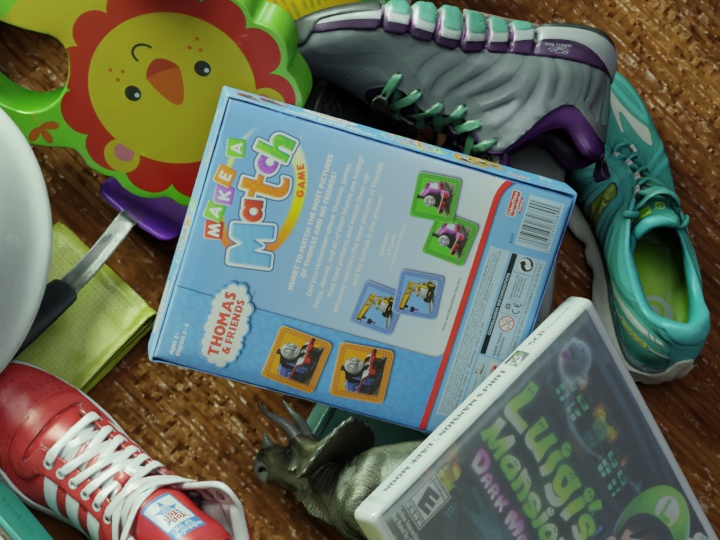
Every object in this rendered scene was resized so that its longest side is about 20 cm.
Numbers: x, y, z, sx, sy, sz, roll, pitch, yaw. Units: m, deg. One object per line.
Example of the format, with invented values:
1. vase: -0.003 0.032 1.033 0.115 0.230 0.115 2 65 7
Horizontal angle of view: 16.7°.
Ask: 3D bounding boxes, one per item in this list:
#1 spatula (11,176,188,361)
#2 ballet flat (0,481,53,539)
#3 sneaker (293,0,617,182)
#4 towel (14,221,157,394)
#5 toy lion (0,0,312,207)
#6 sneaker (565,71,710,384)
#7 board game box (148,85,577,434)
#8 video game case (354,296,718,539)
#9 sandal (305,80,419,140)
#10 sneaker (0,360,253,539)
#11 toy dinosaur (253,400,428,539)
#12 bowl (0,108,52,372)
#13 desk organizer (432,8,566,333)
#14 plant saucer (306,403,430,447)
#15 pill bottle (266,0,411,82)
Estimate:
1. spatula: -0.154 -0.002 1.381 0.056 0.021 0.200 36 54 9
2. ballet flat: -0.160 0.194 1.311 0.200 0.069 0.069 44 67 5
3. sneaker: 0.052 -0.097 1.376 0.198 0.074 0.088 3 75 -13
4. towel: -0.209 0.063 1.371 0.086 0.018 0.200 43 67 5
5. toy lion: -0.133 -0.119 1.344 0.198 0.193 0.069 -11 29 19
6. sneaker: 0.168 -0.034 1.459 0.077 0.080 0.201 -11 72 -16
7. board game box: 0.000 0.000 1.334 0.198 0.037 0.152 15 102 -11
8. video game case: 0.105 0.148 1.347 0.182 0.023 0.201 -43 118 -24
9. sandal: -0.026 -0.045 1.431 0.075 0.048 0.202 35 72 -36
10. sneaker: -0.129 0.117 1.307 0.200 0.112 0.071 45 70 0
11. toy dinosaur: 0.037 0.132 1.351 0.198 0.077 0.103 7 86 -3
12. bowl: -0.270 -0.019 1.302 0.199 0.090 0.203 -3 80 15
13. desk organizer: 0.076 -0.042 1.442 0.071 0.077 0.202 10 68 -8
14. plant saucer: 0.055 0.135 1.403 0.199 0.019 0.070 31 66 1
15. pill bottle: -0.039 -0.170 1.446 0.200 0.111 0.111 -36 81 -22
